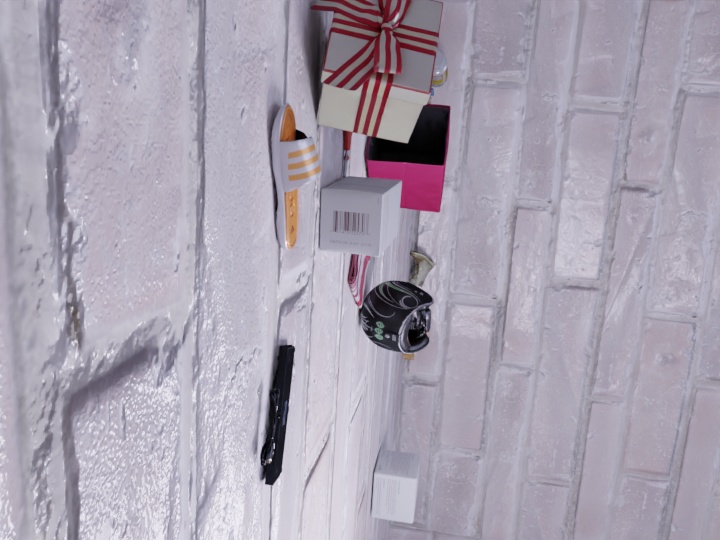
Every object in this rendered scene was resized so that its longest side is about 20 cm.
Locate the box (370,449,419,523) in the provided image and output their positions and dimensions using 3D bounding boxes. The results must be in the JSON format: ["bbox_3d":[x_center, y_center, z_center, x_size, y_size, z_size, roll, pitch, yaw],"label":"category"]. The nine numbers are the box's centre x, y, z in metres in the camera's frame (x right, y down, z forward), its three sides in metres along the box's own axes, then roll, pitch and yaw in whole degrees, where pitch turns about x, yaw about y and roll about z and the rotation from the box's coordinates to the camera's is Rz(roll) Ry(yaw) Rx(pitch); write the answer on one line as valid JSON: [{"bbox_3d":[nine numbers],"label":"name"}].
[{"bbox_3d":[0.142,0.853,2.538,0.200,0.170,0.200,-54,148,-73],"label":"box"}]

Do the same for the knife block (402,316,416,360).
[{"bbox_3d":[0.267,0.351,3.400,0.176,0.064,0.201,-70,163,-56],"label":"knife block"}]

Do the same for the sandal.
[{"bbox_3d":[-0.080,-0.124,0.866,0.079,0.059,0.208,-70,163,-59],"label":"sandal"}]

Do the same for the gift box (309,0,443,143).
[{"bbox_3d":[0.013,-0.319,0.987,0.187,0.199,0.186,118,-22,-71],"label":"gift box"}]

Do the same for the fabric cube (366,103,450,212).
[{"bbox_3d":[0.125,-0.293,1.654,0.200,0.199,0.197,83,14,-62],"label":"fabric cube"}]

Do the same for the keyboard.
[{"bbox_3d":[-0.122,0.211,0.932,0.127,0.020,0.201,61,34,-85],"label":"keyboard"}]

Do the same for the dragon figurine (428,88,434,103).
[{"bbox_3d":[0.318,-0.832,3.028,0.200,0.058,0.100,72,25,-66],"label":"dragon figurine"}]

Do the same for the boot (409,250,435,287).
[{"bbox_3d":[0.296,-0.007,3.310,0.200,0.072,0.155,32,87,-47],"label":"boot"}]

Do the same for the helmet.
[{"bbox_3d":[0.094,0.120,1.730,0.199,0.190,0.201,-23,126,-35],"label":"helmet"}]

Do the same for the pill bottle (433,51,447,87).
[{"bbox_3d":[0.367,-0.978,3.088,0.200,0.112,0.114,43,53,-79],"label":"pill bottle"}]

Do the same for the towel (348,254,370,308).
[{"bbox_3d":[0.000,0.000,1.591,0.200,0.023,0.145,73,24,-68],"label":"towel"}]

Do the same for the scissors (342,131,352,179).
[{"bbox_3d":[-0.025,-0.243,1.302,0.073,0.014,0.201,-64,157,-66],"label":"scissors"}]

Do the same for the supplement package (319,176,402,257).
[{"bbox_3d":[0.004,-0.108,1.215,0.200,0.116,0.118,-48,141,-70],"label":"supplement package"}]
